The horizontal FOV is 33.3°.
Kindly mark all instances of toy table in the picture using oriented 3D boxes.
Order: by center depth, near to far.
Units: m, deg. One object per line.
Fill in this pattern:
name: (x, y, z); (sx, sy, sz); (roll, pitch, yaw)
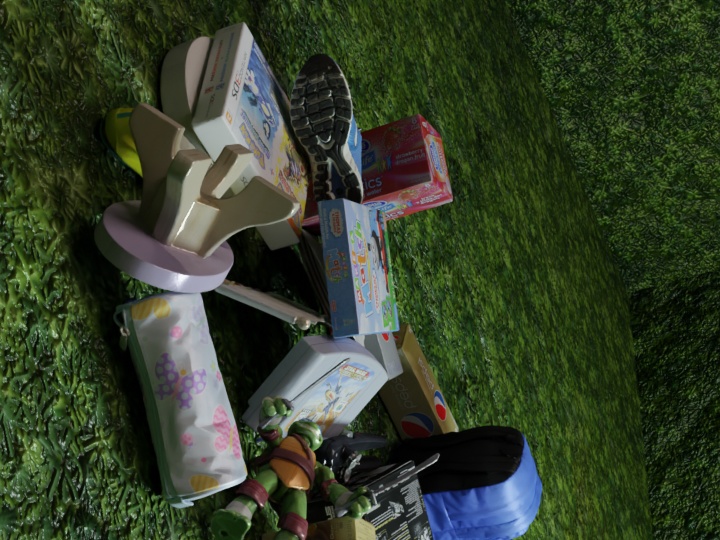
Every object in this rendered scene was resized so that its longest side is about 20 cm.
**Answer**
toy table: (-0.162, -0.064, 1.152); (0.183, 0.118, 0.200); (30, 14, -6)

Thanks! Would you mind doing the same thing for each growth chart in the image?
growth chart: (-0.096, 0.037, 1.325); (0.200, 0.144, 0.018); (22, 91, -78)

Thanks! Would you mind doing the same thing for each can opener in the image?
can opener: (-0.014, 0.218, 1.438); (0.200, 0.078, 0.064); (3, 108, -64)

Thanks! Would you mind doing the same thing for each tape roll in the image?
tape roll: (-0.167, -0.174, 1.412); (0.203, 0.037, 0.205); (-16, 90, -71)

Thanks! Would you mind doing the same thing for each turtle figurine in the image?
turtle figurine: (-0.055, 0.201, 1.217); (0.194, 0.198, 0.145); (-60, 137, -48)

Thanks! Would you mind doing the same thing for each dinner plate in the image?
dinner plate: (-0.034, 0.030, 1.499); (0.201, 0.024, 0.200); (63, -7, 13)

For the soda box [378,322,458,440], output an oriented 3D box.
soda box: (0.073, 0.178, 1.736); (0.201, 0.067, 0.064); (64, 23, -25)

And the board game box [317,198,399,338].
board game box: (0.000, 0.000, 1.411); (0.200, 0.036, 0.153); (4, 79, -75)

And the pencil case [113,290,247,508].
pencil case: (-0.169, 0.116, 1.132); (0.091, 0.083, 0.202); (-16, 90, -63)

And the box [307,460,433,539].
box: (0.016, 0.332, 1.448); (0.200, 0.085, 0.165); (-6, 81, -69)

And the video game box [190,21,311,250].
video game box: (-0.120, -0.157, 1.406); (0.183, 0.046, 0.201); (-82, 151, -43)

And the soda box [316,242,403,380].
soda box: (-0.008, 0.054, 1.616); (0.063, 0.068, 0.202); (-15, 89, -71)

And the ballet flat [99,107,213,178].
ballet flat: (-0.192, -0.106, 1.258); (0.200, 0.067, 0.067); (48, 32, -51)

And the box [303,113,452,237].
box: (0.012, -0.123, 1.608); (0.095, 0.198, 0.101); (31, 46, -64)

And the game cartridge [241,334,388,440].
game cartridge: (-0.044, 0.138, 1.383); (0.042, 0.133, 0.200); (48, 10, 26)

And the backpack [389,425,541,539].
backpack: (0.151, 0.306, 1.658); (0.163, 0.198, 0.169); (-71, 140, -58)

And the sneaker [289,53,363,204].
sneaker: (-0.040, -0.171, 1.478); (0.089, 0.078, 0.202); (-87, 171, -62)

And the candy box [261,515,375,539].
candy box: (-0.039, 0.365, 1.240); (0.055, 0.115, 0.202); (41, 38, -53)
